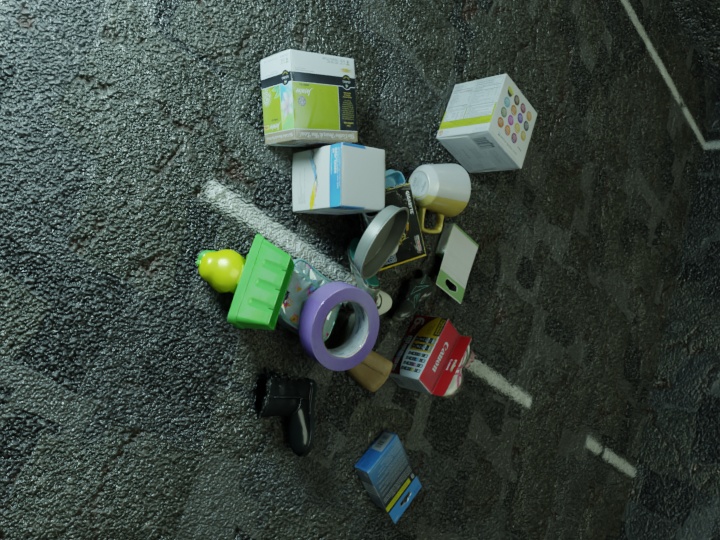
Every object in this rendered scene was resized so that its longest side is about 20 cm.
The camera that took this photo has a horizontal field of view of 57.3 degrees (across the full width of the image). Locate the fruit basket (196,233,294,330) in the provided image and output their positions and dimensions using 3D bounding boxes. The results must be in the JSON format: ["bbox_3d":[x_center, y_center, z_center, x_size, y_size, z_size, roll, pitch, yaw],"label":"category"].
[{"bbox_3d":[-0.266,0.020,1.475,0.208,0.156,0.223,0,79,0],"label":"fruit basket"}]

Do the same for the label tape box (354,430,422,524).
[{"bbox_3d":[0.079,0.580,1.853,0.144,0.062,0.204,-42,119,-34],"label":"label tape box"}]

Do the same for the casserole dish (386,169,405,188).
[{"bbox_3d":[0.089,-0.180,1.840,0.120,0.038,0.206,-29,110,-38],"label":"casserole dish"}]

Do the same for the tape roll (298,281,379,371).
[{"bbox_3d":[-0.050,0.134,1.588,0.195,0.065,0.207,-9,106,-32],"label":"tape roll"}]

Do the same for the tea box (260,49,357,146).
[{"bbox_3d":[-0.120,-0.401,1.567,0.196,0.132,0.204,-7,96,-42],"label":"tea box"}]

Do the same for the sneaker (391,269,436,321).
[{"bbox_3d":[0.141,0.073,1.892,0.199,0.074,0.081,-42,106,-41],"label":"sneaker"}]

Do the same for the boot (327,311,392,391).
[{"bbox_3d":[0.019,0.212,1.756,0.176,0.066,0.199,-47,126,8],"label":"boot"}]

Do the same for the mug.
[{"bbox_3d":[0.217,-0.218,1.871,0.150,0.148,0.192,1,71,-44],"label":"mug"}]

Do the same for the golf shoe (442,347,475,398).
[{"bbox_3d":[0.281,0.299,2.029,0.093,0.071,0.202,52,49,-25],"label":"golf shoe"}]

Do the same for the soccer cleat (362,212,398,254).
[{"bbox_3d":[0.042,-0.127,1.696,0.067,0.085,0.204,-23,104,4],"label":"soccer cleat"}]

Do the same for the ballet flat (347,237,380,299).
[{"bbox_3d":[0.000,0.000,1.710,0.065,0.203,0.065,6,130,-24],"label":"ballet flat"}]

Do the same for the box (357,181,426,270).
[{"bbox_3d":[0.081,-0.118,1.779,0.155,0.049,0.206,-16,106,-6],"label":"box"}]

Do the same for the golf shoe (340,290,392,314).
[{"bbox_3d":[0.026,0.087,1.764,0.196,0.087,0.080,6,86,-44],"label":"golf shoe"}]

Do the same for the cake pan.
[{"bbox_3d":[0.049,-0.073,1.601,0.201,0.036,0.202,-49,162,-22],"label":"cake pan"}]

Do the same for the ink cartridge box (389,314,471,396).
[{"bbox_3d":[0.196,0.238,1.870,0.084,0.173,0.203,46,62,-33],"label":"ink cartridge box"}]

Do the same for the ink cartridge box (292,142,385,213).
[{"bbox_3d":[-0.055,-0.216,1.594,0.144,0.197,0.150,0,90,-42],"label":"ink cartridge box"}]

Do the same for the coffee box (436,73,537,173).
[{"bbox_3d":[0.385,-0.440,1.995,0.198,0.197,0.203,35,69,-38],"label":"coffee box"}]

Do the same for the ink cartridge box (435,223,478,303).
[{"bbox_3d":[0.285,-0.022,2.025,0.144,0.047,0.205,34,70,-39],"label":"ink cartridge box"}]

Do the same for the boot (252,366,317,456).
[{"bbox_3d":[-0.184,0.342,1.588,0.160,0.072,0.205,17,74,-45],"label":"boot"}]

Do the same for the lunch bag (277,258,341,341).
[{"bbox_3d":[-0.137,0.070,1.613,0.199,0.076,0.164,40,66,-37],"label":"lunch bag"}]
